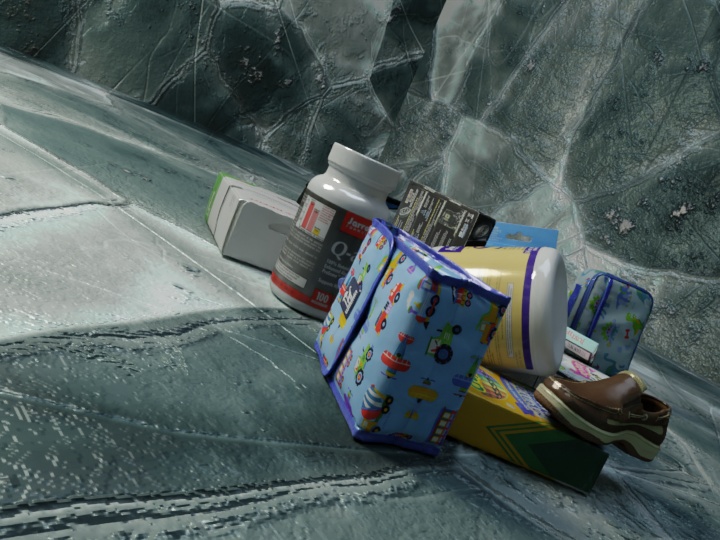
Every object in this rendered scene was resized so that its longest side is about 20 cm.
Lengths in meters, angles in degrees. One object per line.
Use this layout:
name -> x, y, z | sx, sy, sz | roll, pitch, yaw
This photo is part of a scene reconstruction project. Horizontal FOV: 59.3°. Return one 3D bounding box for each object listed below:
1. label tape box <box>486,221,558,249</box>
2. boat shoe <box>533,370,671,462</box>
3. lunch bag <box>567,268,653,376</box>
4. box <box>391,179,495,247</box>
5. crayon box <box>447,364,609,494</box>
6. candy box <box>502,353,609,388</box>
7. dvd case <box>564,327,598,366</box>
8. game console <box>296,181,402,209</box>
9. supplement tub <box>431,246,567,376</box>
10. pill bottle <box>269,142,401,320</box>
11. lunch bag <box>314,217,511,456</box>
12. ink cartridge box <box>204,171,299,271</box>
label tape box -> 0.267, 0.014, 1.119 | 0.141, 0.205, 0.063 | 9, -4, 15
boat shoe -> 0.255, 0.133, 0.651 | 0.200, 0.076, 0.075 | 25, 10, -38
lunch bag -> 0.467, 0.109, 1.240 | 0.158, 0.204, 0.082 | 24, 2, -13
box -> 0.094, -0.014, 0.938 | 0.043, 0.204, 0.160 | 16, 12, -40
crayon box -> 0.143, 0.147, 0.664 | 0.196, 0.053, 0.126 | 24, 10, -9
candy box -> 0.248, 0.146, 0.868 | 0.198, 0.073, 0.167 | 29, 10, 28
dvd case -> 0.294, 0.124, 0.995 | 0.144, 0.022, 0.201 | 30, -16, 26
game console -> -0.025, -0.091, 1.178 | 0.116, 0.178, 0.199 | 42, 16, 27
supplement tub -> 0.140, 0.045, 0.763 | 0.196, 0.150, 0.145 | 2, -1, 26
pill bottle -> -0.030, -0.049, 0.805 | 0.114, 0.204, 0.116 | 23, 10, -4
lunch bag -> 0.025, 0.045, 0.597 | 0.092, 0.153, 0.200 | 19, 11, -28
ink cartridge box -> -0.147, -0.069, 0.957 | 0.144, 0.086, 0.200 | 20, 11, -25
